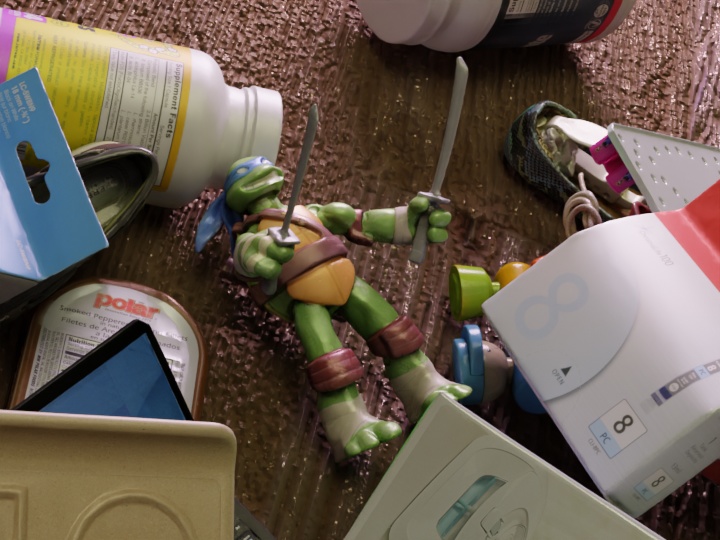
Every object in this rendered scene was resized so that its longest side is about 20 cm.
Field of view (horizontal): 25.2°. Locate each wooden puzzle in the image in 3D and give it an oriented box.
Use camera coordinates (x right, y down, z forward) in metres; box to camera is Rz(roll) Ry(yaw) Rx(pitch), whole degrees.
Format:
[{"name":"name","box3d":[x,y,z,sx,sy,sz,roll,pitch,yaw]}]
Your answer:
[{"name":"wooden puzzle","box3d":[-0.149,0.166,0.734,0.185,0.046,0.201,6,80,-25]}]

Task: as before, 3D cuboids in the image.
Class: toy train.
[{"name":"toy train","box3d":[0.110,0.010,1.073,0.115,0.085,0.200,-2,47,-6]}]

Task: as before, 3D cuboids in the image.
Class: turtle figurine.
[{"name":"turtle figurine","box3d":[0.000,0.000,0.955,0.194,0.200,0.144,63,18,3]}]

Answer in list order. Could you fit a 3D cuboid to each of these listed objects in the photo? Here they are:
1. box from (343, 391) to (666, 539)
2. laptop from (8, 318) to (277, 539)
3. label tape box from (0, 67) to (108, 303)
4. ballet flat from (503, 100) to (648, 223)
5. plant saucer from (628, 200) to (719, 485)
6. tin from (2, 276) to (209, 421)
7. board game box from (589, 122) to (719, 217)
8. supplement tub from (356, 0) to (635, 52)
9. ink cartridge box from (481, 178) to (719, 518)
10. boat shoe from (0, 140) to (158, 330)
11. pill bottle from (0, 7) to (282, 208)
[{"name":"box","box3d":[0.090,0.154,0.833,0.176,0.200,0.097,32,86,8]},{"name":"laptop","box3d":[-0.108,0.160,0.783,0.200,0.103,0.177,43,61,17]},{"name":"label tape box","box3d":[-0.256,-0.032,0.872,0.200,0.063,0.144,-29,59,2]},{"name":"ballet flat","box3d":[0.193,-0.055,1.169,0.200,0.074,0.074,33,45,8]},{"name":"plant saucer","box3d":[0.243,0.077,1.046,0.199,0.037,0.200,31,36,-36]},{"name":"tin","box3d":[-0.145,0.085,0.909,0.112,0.042,0.200,17,44,-15]},{"name":"board game box","box3d":[0.245,0.000,1.065,0.200,0.026,0.200,3,56,-56]},{"name":"supplement tub","box3d":[0.107,-0.243,1.252,0.200,0.140,0.141,-8,53,-30]},{"name":"ink cartridge box","box3d":[0.186,0.020,0.915,0.047,0.200,0.160,43,12,-44]},{"name":"boat shoe","box3d":[-0.199,-0.014,0.917,0.201,0.066,0.072,-38,96,-24]},{"name":"pill bottle","box3d":[-0.155,-0.098,1.025,0.200,0.104,0.104,11,46,-16]}]
